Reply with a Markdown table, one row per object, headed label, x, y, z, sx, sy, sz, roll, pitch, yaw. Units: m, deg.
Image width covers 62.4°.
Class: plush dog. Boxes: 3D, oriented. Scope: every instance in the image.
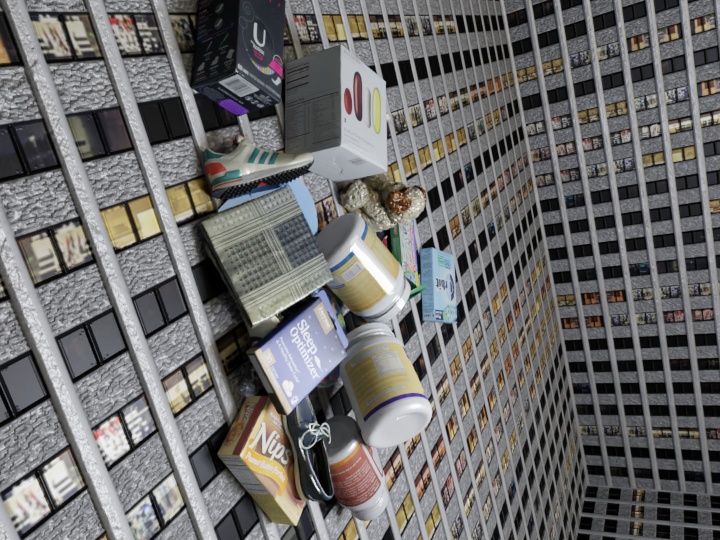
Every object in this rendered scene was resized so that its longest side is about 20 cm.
| label | x | y | z | sx | sy | sz | roll | pitch | yaw |
| --- | --- | --- | --- | --- | --- | --- | --- | --- | --- |
| plush dog | 0.068 | -0.147 | 1.376 | 0.199 | 0.167 | 0.165 | -32 | 112 | -58 |

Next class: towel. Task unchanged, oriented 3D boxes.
| label | x | y | z | sx | sy | sz | roll | pitch | yaw |
| --- | --- | --- | --- | --- | --- | --- | --- | --- | --- |
| towel | -0.158 | -0.029 | 1.010 | 0.198 | 0.034 | 0.197 | -29 | 93 | -38 |

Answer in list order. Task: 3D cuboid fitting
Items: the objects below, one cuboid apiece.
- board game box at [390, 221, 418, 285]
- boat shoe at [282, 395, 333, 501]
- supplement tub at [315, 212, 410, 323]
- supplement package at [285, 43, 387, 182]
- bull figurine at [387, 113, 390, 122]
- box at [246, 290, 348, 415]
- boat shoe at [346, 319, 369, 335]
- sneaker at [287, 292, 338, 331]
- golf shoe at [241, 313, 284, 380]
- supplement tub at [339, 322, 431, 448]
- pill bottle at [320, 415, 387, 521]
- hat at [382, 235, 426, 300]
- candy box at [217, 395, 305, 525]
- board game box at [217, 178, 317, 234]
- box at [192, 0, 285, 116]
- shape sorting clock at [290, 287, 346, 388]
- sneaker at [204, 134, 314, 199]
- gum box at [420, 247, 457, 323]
| label | x | y | z | sx | sy | sz | roll | pitch | yaw |
| --- | --- | --- | --- | --- | --- | --- | --- | --- | --- |
| board game box | 0.115 | -0.047 | 1.562 | 0.134 | 0.028 | 0.207 | 6 | 79 | -67 |
| boat shoe | -0.088 | 0.294 | 1.024 | 0.074 | 0.060 | 0.207 | 1 | 79 | -58 |
| supplement tub | 0.000 | 0.000 | 1.224 | 0.201 | 0.142 | 0.147 | 48 | 44 | -26 |
| supplement package | -0.047 | -0.316 | 1.236 | 0.190 | 0.143 | 0.207 | 12 | 75 | -58 |
| bull figurine | 0.017 | -0.354 | 1.437 | 0.122 | 0.063 | 0.204 | 54 | 43 | -46 |
| box | -0.093 | 0.132 | 1.016 | 0.199 | 0.032 | 0.124 | -41 | 112 | -41 |
| boat shoe | 0.006 | 0.209 | 1.311 | 0.071 | 0.072 | 0.205 | -27 | 127 | -27 |
| sneaker | -0.097 | 0.058 | 1.111 | 0.201 | 0.074 | 0.080 | 48 | 40 | -22 |
| golf shoe | -0.158 | 0.139 | 1.030 | 0.089 | 0.076 | 0.203 | -51 | 127 | -40 |
| supplement tub | 0.041 | 0.221 | 1.160 | 0.145 | 0.144 | 0.203 | 39 | 21 | -50 |
| pill bottle | -0.017 | 0.398 | 1.182 | 0.204 | 0.109 | 0.113 | 66 | 35 | -27 |
| hat | 0.046 | 0.001 | 1.393 | 0.180 | 0.162 | 0.200 | 64 | -12 | 9 |
| candy box | -0.152 | 0.326 | 1.017 | 0.203 | 0.054 | 0.117 | 63 | 34 | -31 |
| board game box | -0.168 | -0.088 | 1.068 | 0.159 | 0.039 | 0.201 | 49 | 60 | -21 |
| box | -0.205 | -0.392 | 1.018 | 0.121 | 0.103 | 0.207 | 20 | 67 | -57 |
| shape sorting clock | -0.079 | 0.132 | 1.198 | 0.198 | 0.038 | 0.207 | 18 | 69 | -58 |
| sneaker | -0.173 | -0.192 | 1.013 | 0.196 | 0.070 | 0.096 | -21 | 87 | -26 |
| gum box | 0.231 | 0.048 | 1.745 | 0.168 | 0.043 | 0.207 | 14 | 73 | -59 |
